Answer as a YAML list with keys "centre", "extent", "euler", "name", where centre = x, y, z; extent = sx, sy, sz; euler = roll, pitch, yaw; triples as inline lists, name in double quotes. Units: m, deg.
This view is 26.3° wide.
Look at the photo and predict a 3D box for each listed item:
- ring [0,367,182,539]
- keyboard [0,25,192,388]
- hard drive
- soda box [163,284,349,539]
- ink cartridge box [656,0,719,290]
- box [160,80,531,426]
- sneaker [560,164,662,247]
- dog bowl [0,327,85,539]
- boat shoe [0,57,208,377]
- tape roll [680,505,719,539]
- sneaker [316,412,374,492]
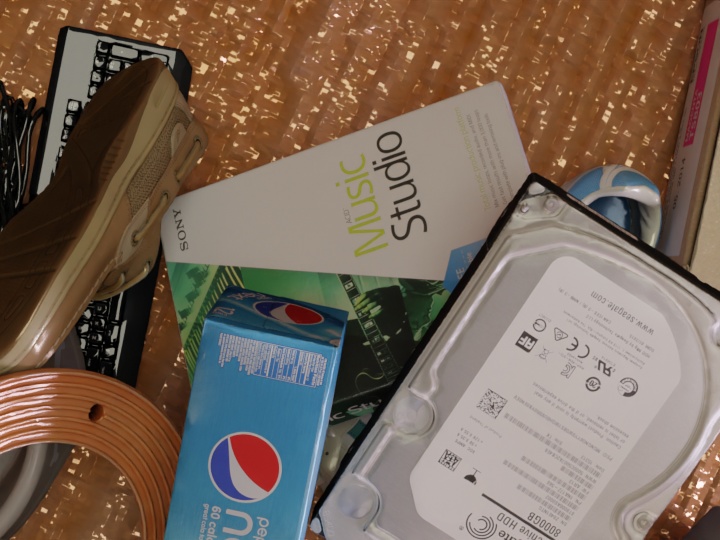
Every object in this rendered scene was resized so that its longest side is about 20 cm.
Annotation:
- centre: [-0.162, 0.141, 0.731]
  extent: [0.200, 0.019, 0.201]
  euler: [-14, 113, -37]
  name: "ring"
- centre: [-0.156, -0.031, 0.826]
  extent: [0.104, 0.040, 0.201]
  euler: [9, 87, -7]
  name: "keyboard"
- centre: [0.084, 0.074, 0.728]
  extent: [0.139, 0.038, 0.200]
  euler: [33, 103, -2]
  name: "hard drive"
- centre: [-0.056, 0.114, 0.731]
  extent: [0.064, 0.068, 0.201]
  euler: [13, 103, 1]
  name: "soda box"
- centre: [0.263, -0.064, 0.860]
  extent: [0.164, 0.075, 0.201]
  euler: [13, 88, -5]
  name: "ink cartridge box"
- centre: [0.000, 0.000, 0.793]
  extent: [0.199, 0.036, 0.145]
  euler: [-20, 63, 9]
  name: "box"
- centre: [0.112, 0.037, 0.841]
  extent: [0.072, 0.072, 0.201]
  euler: [18, 88, -8]
  name: "sneaker"
- centre: [-0.242, 0.068, 0.785]
  extent: [0.199, 0.059, 0.201]
  euler: [0, 99, -2]
  name: "dog bowl"
- centre: [-0.127, -0.019, 0.767]
  extent: [0.065, 0.071, 0.200]
  euler: [51, 47, -32]
  name: "boat shoe"
- centre: [0.233, 0.214, 0.786]
  extent: [0.066, 0.200, 0.200]
  euler: [-45, 94, -5]
  name: "tape roll"
- centre: [0.002, 0.078, 0.826]
  extent: [0.093, 0.070, 0.201]
  euler: [-6, 92, -13]
  name: "sneaker"
